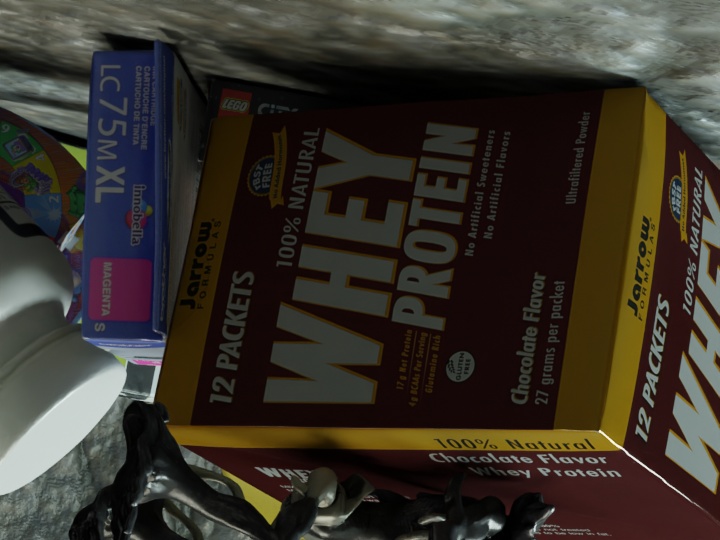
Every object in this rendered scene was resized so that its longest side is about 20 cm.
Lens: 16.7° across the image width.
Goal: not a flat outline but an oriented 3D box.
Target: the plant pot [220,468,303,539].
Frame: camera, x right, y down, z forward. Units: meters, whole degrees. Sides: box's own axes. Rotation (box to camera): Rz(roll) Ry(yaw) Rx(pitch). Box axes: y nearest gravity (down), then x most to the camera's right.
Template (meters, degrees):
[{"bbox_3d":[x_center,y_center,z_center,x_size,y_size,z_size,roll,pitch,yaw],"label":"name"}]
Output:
[{"bbox_3d":[0.006,0.072,1.625,0.199,0.201,0.176,8,164,25],"label":"plant pot"}]

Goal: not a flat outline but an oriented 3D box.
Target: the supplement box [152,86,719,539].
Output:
[{"bbox_3d":[0.058,0.033,0.984,0.197,0.133,0.200,-2,158,32],"label":"supplement box"}]

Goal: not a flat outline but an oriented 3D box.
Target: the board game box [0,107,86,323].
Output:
[{"bbox_3d":[-0.215,-0.004,1.183,0.158,0.200,0.039,33,157,4],"label":"board game box"}]

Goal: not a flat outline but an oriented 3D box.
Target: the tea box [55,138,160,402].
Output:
[{"bbox_3d":[-0.209,-0.006,1.414,0.196,0.134,0.200,16,173,-43],"label":"tea box"}]

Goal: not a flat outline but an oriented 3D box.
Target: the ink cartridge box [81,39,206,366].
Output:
[{"bbox_3d":[-0.090,-0.024,1.038,0.042,0.120,0.200,1,175,-1],"label":"ink cartridge box"}]

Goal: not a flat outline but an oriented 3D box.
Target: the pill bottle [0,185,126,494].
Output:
[{"bbox_3d":[-0.201,0.002,1.104,0.200,0.111,0.111,46,-177,12],"label":"pill bottle"}]

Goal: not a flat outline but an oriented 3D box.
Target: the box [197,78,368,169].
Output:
[{"bbox_3d":[0.031,-0.040,1.099,0.199,0.038,0.137,10,175,1],"label":"box"}]

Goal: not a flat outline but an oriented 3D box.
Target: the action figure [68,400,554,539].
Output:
[{"bbox_3d":[-0.006,0.119,0.908,0.199,0.102,0.119,18,148,-17],"label":"action figure"}]
